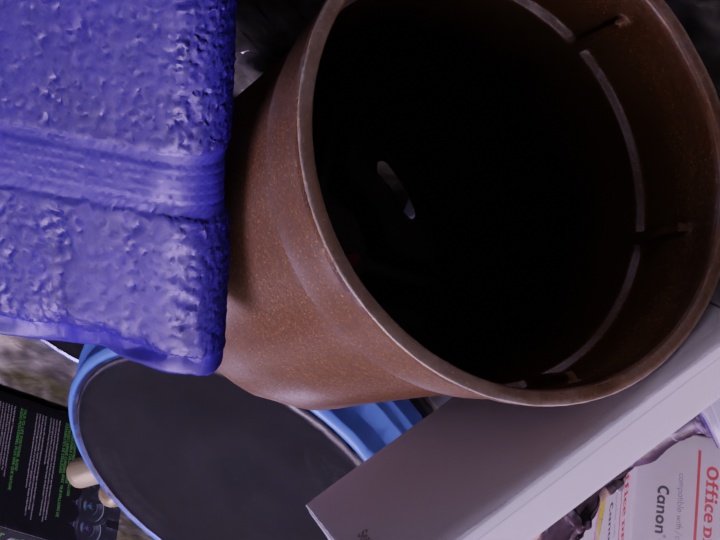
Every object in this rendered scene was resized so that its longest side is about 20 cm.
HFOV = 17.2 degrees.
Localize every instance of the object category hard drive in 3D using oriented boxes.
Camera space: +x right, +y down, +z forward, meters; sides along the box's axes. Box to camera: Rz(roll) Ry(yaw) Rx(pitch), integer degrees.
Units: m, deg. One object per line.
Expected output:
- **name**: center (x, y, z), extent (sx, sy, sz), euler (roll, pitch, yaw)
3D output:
- **hard drive**: center (0.076, 0.064, 0.998), extent (0.027, 0.200, 0.132), euler (55, 175, -17)

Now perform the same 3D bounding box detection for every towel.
- **towel**: center (-0.116, -0.064, 0.967), extent (0.148, 0.050, 0.200), euler (11, 114, 18)

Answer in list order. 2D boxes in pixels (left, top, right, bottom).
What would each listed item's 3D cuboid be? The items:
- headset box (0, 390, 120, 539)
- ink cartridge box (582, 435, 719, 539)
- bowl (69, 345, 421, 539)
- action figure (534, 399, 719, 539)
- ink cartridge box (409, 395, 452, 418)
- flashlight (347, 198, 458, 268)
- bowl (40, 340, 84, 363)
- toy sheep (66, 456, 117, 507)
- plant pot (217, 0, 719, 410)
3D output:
- **headset box**: center (-0.270, 0.142, 1.558), extent (0.200, 0.093, 0.174), euler (22, 151, -32)
- **ink cartridge box**: center (0.183, 0.172, 1.487), extent (0.067, 0.117, 0.200), euler (10, 155, -9)
- **bowl**: center (-0.055, 0.092, 1.188), extent (0.201, 0.039, 0.201), euler (19, 141, 16)
- **action figure**: center (0.115, 0.078, 1.082), extent (0.200, 0.069, 0.130), euler (-36, 179, 26)
- **ink cartridge box**: center (0.081, 0.074, 1.255), extent (0.146, 0.083, 0.200), euler (-31, 164, -20)
- **flashlight**: center (0.000, 0.000, 1.221), extent (0.200, 0.068, 0.068), euler (-28, 106, 45)
- **bowl**: center (-0.113, -0.006, 1.182), extent (0.201, 0.039, 0.201), euler (17, 146, 12)
- **toy sheep**: center (-0.084, 0.094, 1.364), extent (0.200, 0.138, 0.138), euler (-10, 152, 24)
- **plant pot**: center (0.018, -0.029, 1.012), extent (0.200, 0.200, 0.198), euler (18, 161, -25)
